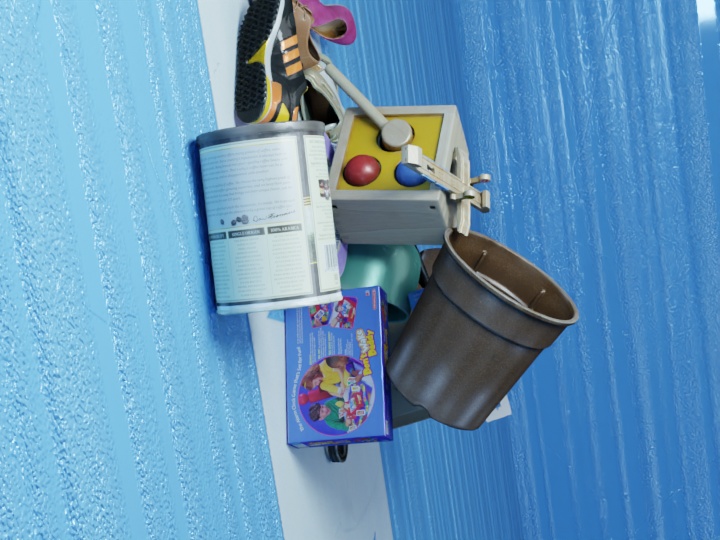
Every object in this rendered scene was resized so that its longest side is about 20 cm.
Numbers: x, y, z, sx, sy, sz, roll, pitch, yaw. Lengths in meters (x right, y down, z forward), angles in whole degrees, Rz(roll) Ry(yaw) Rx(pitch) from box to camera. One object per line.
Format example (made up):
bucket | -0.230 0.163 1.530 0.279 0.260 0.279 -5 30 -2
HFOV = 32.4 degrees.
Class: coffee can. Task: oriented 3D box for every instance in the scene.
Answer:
coffee can | -0.102 -0.059 1.394 0.146 0.145 0.202 -11 95 -77

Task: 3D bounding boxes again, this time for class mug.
mug | -0.002 -0.003 1.785 0.152 0.184 0.115 32 68 -48

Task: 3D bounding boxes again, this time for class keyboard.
keyboard | 0.078 -0.034 1.893 0.127 0.020 0.201 61 -3 40

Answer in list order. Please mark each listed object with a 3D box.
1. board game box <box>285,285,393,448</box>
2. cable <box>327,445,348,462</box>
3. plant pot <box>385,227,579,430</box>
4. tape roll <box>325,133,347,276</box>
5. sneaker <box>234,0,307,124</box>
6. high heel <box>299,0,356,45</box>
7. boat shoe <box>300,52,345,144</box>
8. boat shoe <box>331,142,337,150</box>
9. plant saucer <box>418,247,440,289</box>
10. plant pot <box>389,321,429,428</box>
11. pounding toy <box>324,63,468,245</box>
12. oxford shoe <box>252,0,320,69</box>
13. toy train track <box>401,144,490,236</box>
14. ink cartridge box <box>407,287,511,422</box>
board game box | -0.030 0.128 1.639 0.045 0.133 0.202 47 39 -68
cable | -0.032 0.175 1.786 0.097 0.050 0.202 28 56 -73
plant pot | 0.144 0.084 1.586 0.199 0.199 0.200 -59 178 19
tape roll | -0.081 -0.082 1.627 0.200 0.084 0.202 -6 90 -76
sneaker | -0.105 -0.263 1.580 0.090 0.070 0.202 27 60 -43
high heel | -0.052 -0.370 1.894 0.200 0.067 0.097 44 32 -63
boat shoe | -0.053 -0.220 1.852 0.069 0.074 0.201 -67 142 -53
boat shoe | -0.042 -0.119 1.871 0.066 0.073 0.200 -57 158 -18
plant saucer | 0.082 0.039 2.163 0.201 0.034 0.200 -58 -175 7
plant pot | 0.059 0.144 1.926 0.200 0.199 0.178 30 42 -73
pounding toy | 0.037 -0.156 1.642 0.143 0.183 0.201 66 30 -53
oxford shoe | -0.103 -0.358 1.693 0.201 0.071 0.072 66 23 -48
toy train track | 0.118 -0.115 1.547 0.200 0.032 0.116 24 61 -51
ink cartridge box | 0.141 0.118 1.744 0.116 0.067 0.202 1 72 -64
